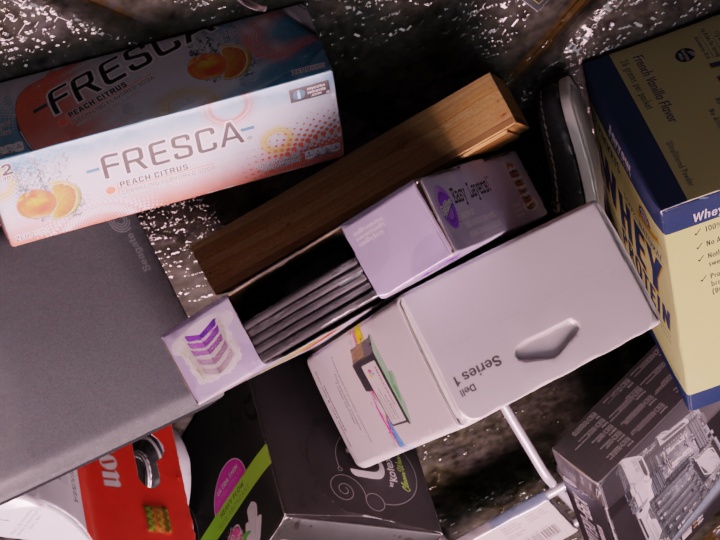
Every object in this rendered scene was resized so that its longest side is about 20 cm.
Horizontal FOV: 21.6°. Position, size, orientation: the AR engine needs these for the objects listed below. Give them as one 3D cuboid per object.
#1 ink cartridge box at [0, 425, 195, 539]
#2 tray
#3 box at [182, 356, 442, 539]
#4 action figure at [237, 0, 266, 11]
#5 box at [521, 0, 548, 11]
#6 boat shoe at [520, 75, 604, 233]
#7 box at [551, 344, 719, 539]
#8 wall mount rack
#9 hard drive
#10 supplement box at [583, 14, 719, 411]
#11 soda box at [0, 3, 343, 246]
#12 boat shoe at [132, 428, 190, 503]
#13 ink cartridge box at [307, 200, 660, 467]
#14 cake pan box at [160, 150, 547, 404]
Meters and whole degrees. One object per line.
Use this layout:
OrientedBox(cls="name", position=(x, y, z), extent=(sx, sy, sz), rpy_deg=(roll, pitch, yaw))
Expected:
OrientedBox(cls="ink cartridge box", position=(-0.187, 0.083, 1.120), extent=(0.198, 0.163, 0.050), rpy_deg=(10, 134, -30))
OrientedBox(cls="tray", position=(0.003, -0.049, 1.114), extent=(0.199, 0.037, 0.099), rpy_deg=(-30, 178, 10))
OrientedBox(cls="box", position=(-0.056, 0.177, 1.281), extent=(0.123, 0.149, 0.201), rpy_deg=(10, 130, -28))
OrientedBox(cls="action figure", position=(-0.072, -0.198, 0.911), extent=(0.118, 0.102, 0.201), rpy_deg=(22, 133, 17))
OrientedBox(cls="box", position=(0.075, -0.236, 0.985), extent=(0.136, 0.038, 0.199), rpy_deg=(-42, 134, 21))
OrientedBox(cls="boat shoe", position=(0.128, -0.034, 1.198), extent=(0.060, 0.074, 0.201), rpy_deg=(-7, 134, 13))
OrientedBox(cls="box", position=(0.233, 0.114, 1.350), extent=(0.200, 0.050, 0.158), rpy_deg=(-42, 141, -16))
OrientedBox(cls="wall mount rack", position=(0.085, 0.165, 1.389), extent=(0.199, 0.075, 0.174), rpy_deg=(-31, 140, 10))
OrientedBox(cls="hard drive", position=(-0.187, 0.046, 1.051), extent=(0.199, 0.141, 0.033), rpy_deg=(-24, 173, -38))
OrientedBox(cls="supplement box", position=(0.263, -0.050, 1.183), extent=(0.198, 0.135, 0.201), rpy_deg=(-20, 139, -1))
OrientedBox(cls="soda box", position=(-0.113, -0.082, 1.052), extent=(0.198, 0.064, 0.069), rpy_deg=(-16, 138, -7))
OrientedBox(cls="boat shoe", position=(-0.184, 0.178, 1.290), extent=(0.068, 0.074, 0.199), rpy_deg=(-1, 146, -41))
OrientedBox(cls="ink cartridge box", position=(0.069, 0.042, 1.145), extent=(0.144, 0.085, 0.200), rpy_deg=(-26, 176, -20))
OrientedBox(cls="cake pan box", position=(0.000, 0.000, 1.099), extent=(0.183, 0.053, 0.200), rpy_deg=(-32, 176, 21))
